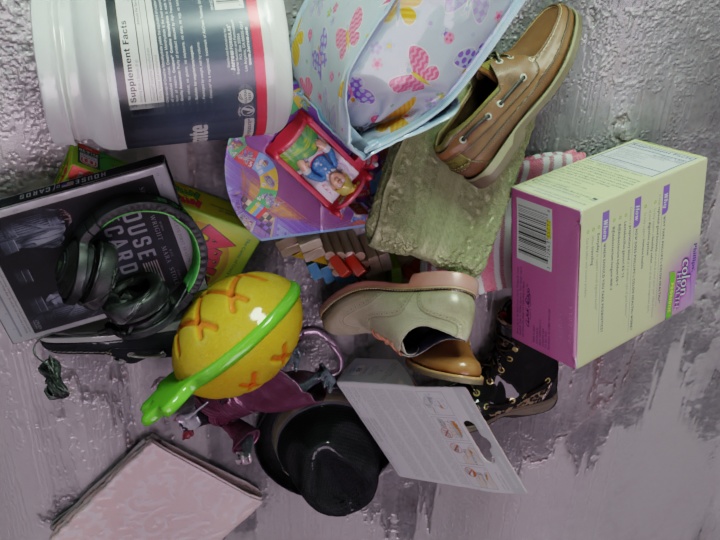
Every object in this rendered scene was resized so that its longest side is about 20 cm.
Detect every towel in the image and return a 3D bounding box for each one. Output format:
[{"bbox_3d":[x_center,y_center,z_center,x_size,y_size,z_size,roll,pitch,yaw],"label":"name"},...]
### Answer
[{"bbox_3d":[0.090,-0.100,0.940,0.148,0.036,0.201,18,86,-23],"label":"towel"},{"bbox_3d":[-0.253,0.306,1.175,0.200,0.032,0.191,-42,124,13],"label":"towel"},{"bbox_3d":[0.156,-0.046,1.017,0.199,0.030,0.147,-12,115,-20],"label":"towel"}]

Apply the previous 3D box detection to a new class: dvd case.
[{"bbox_3d":[-0.260,-0.017,0.891,0.199,0.025,0.151,-16,128,-4],"label":"dvd case"}]

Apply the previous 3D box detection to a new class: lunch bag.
[{"bbox_3d":[0.029,-0.208,0.807,0.127,0.170,0.201,28,105,-31],"label":"lunch bag"}]

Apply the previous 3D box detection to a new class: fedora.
[{"bbox_3d":[-0.033,0.231,1.148,0.199,0.092,0.202,-8,126,-12],"label":"fedora"}]

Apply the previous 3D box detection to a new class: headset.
[{"bbox_3d":[-0.224,0.025,0.857,0.200,0.094,0.123,-47,125,4],"label":"headset"}]

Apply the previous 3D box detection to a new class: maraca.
[{"bbox_3d":[-0.137,0.078,0.925,0.200,0.137,0.107,-41,100,-7],"label":"maraca"}]

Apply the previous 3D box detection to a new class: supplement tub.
[{"bbox_3d":[-0.164,-0.177,0.794,0.198,0.141,0.141,-7,126,-11],"label":"supplement tub"}]

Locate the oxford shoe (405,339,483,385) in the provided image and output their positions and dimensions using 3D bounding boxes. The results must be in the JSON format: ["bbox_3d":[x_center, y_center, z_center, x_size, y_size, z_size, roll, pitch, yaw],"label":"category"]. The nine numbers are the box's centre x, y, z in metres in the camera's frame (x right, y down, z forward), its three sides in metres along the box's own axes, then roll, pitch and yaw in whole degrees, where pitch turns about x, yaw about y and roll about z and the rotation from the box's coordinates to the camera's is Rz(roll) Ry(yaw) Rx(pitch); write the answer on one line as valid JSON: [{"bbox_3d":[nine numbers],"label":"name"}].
[{"bbox_3d":[0.085,0.072,1.014,0.071,0.200,0.072,10,101,-15],"label":"oxford shoe"}]

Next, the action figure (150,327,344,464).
[{"bbox_3d":[-0.138,0.130,1.064,0.199,0.149,0.134,-27,104,27],"label":"action figure"}]

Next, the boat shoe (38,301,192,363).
[{"bbox_3d":[-0.234,0.069,0.988,0.198,0.076,0.061,-5,120,-13],"label":"boat shoe"}]

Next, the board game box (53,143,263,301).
[{"bbox_3d":[-0.209,-0.040,0.935,0.199,0.048,0.102,21,116,-28],"label":"board game box"}]

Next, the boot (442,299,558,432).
[{"bbox_3d":[0.163,0.115,1.139,0.198,0.073,0.151,-6,127,-18],"label":"boot"}]

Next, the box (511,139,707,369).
[{"bbox_3d":[0.261,-0.023,0.998,0.199,0.096,0.177,-22,120,-30],"label":"box"}]

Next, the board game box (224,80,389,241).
[{"bbox_3d":[-0.031,-0.104,0.919,0.199,0.039,0.159,-9,116,-22],"label":"board game box"}]

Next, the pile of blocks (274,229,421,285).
[{"bbox_3d":[0.000,0.000,1.017,0.199,0.062,0.083,9,121,-21],"label":"pile of blocks"}]

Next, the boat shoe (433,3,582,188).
[{"bbox_3d":[0.142,-0.179,0.898,0.068,0.072,0.201,33,81,-21],"label":"boat shoe"}]

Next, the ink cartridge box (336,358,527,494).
[{"bbox_3d":[0.085,0.172,1.059,0.047,0.199,0.161,-48,118,-35],"label":"ink cartridge box"}]

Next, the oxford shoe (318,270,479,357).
[{"bbox_3d":[0.031,0.052,0.976,0.199,0.074,0.071,-14,152,42],"label":"oxford shoe"}]
